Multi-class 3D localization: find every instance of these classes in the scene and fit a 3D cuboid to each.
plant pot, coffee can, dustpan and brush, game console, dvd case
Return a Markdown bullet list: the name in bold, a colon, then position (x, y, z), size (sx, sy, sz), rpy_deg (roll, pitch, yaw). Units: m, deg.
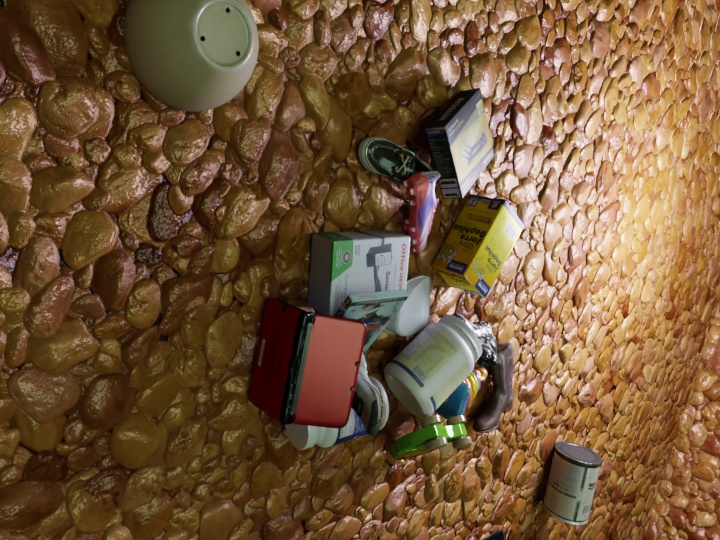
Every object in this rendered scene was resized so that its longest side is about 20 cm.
- **plant pot**: position (-0.225, -0.338, 0.840), size (0.197, 0.133, 0.206), rpy_deg (-11, 109, -37)
- **coffee can**: position (0.670, 0.672, 1.830), size (0.144, 0.145, 0.206), rpy_deg (4, 100, -39)
- **dustpan and brush**: position (0.070, 0.101, 1.257), size (0.198, 0.057, 0.143), rpy_deg (-32, 133, -37)
- **game console**: position (-0.101, 0.169, 1.061), size (0.117, 0.170, 0.206), rpy_deg (7, 97, -48)
- **dvd case**: position (-0.007, 0.111, 1.134), size (0.143, 0.022, 0.201), rpy_deg (-4, 141, -38)

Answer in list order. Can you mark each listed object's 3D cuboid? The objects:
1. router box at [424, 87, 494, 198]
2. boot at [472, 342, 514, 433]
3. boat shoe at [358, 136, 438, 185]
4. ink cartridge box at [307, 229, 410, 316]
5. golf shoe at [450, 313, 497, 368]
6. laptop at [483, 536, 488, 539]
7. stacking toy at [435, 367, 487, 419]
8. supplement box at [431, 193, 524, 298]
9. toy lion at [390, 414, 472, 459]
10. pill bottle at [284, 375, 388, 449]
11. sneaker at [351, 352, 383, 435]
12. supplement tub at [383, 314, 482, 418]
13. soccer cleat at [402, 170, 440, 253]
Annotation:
- **router box**: position (0.217, -0.274, 1.235), size (0.201, 0.051, 0.160), rpy_deg (-50, 130, -40)
- **boot**: position (0.353, 0.304, 1.526), size (0.185, 0.063, 0.205), rpy_deg (-27, 122, -46)
- **boat shoe**: position (0.082, -0.217, 1.168), size (0.197, 0.063, 0.073), rpy_deg (15, 93, -40)
- **ink cartridge box**: position (0.000, 0.000, 1.145), size (0.196, 0.082, 0.151), rpy_deg (-7, 106, -38)
- **golf shoe**: position (0.277, 0.155, 1.432), size (0.200, 0.076, 0.096), rpy_deg (47, 48, -33)
- **laptop**: position (0.354, 0.910, 1.723), size (0.184, 0.117, 0.203), rpy_deg (-3, 132, -38)
- **stacking toy**: position (0.259, 0.281, 1.432), size (0.198, 0.109, 0.119), rpy_deg (-16, 126, -47)
- **supplement box**: position (0.273, -0.058, 1.336), size (0.109, 0.108, 0.203), rpy_deg (39, 77, -39)
- **toy lion**: position (0.143, 0.390, 1.309), size (0.198, 0.189, 0.070), rpy_deg (20, 47, -52)
- **pill bottle**: position (-0.048, 0.287, 1.162), size (0.196, 0.115, 0.119), rpy_deg (-6, 106, -37)
- **sneaker**: position (-0.012, 0.231, 1.099), size (0.077, 0.202, 0.075), rpy_deg (-1, 127, -23)
- **supplement tub**: position (0.164, 0.211, 1.289), size (0.199, 0.144, 0.147), rpy_deg (-40, 123, -20)
- **soccer cleat**: position (0.131, -0.117, 1.197), size (0.075, 0.067, 0.203), rpy_deg (-19, 137, -10)
